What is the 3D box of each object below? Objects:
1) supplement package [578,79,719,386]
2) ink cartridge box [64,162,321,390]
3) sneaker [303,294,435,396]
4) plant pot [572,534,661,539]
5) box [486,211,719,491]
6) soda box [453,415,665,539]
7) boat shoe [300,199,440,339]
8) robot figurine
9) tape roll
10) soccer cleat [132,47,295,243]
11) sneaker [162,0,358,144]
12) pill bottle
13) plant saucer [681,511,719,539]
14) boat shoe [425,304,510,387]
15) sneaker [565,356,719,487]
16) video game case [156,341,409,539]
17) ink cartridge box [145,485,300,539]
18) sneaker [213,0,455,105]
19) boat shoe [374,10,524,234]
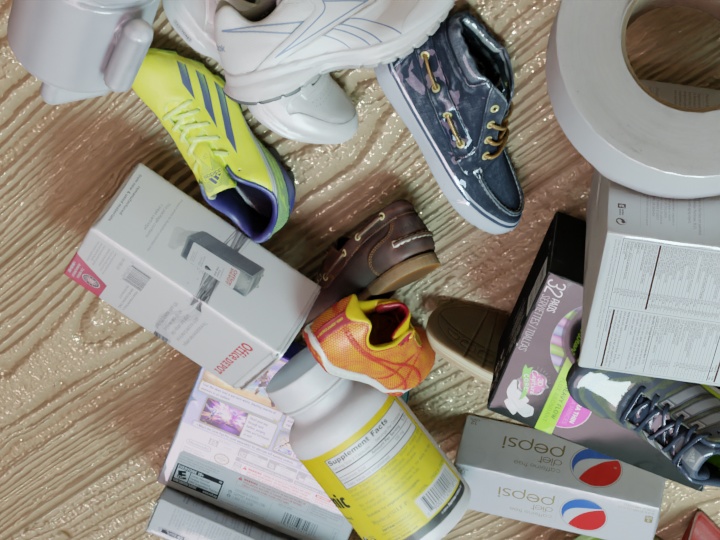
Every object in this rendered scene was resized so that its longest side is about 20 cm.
[{"bbox_3d":[0.280,-0.026,1.405,0.199,0.192,0.148,8,134,3],"label":"supplement package"},{"bbox_3d":[-0.152,0.010,1.630,0.200,0.085,0.146,36,156,-6],"label":"ink cartridge box"},{"bbox_3d":[0.027,0.064,1.611,0.077,0.200,0.073,-35,72,19],"label":"sneaker"},{"bbox_3d":[0.227,0.384,1.827,0.199,0.201,0.190,30,145,-9],"label":"plant pot"},{"bbox_3d":[0.229,0.068,1.546,0.199,0.124,0.149,21,119,-1],"label":"box"},{"bbox_3d":[0.190,0.203,1.739,0.199,0.068,0.064,11,133,9],"label":"soda box"},{"bbox_3d":[0.000,0.000,1.627,0.200,0.070,0.071,-35,77,47],"label":"boat shoe"},{"bbox_3d":[-0.218,-0.224,1.454,0.170,0.113,0.200,54,142,22],"label":"robot figurine"},{"bbox_3d":[0.235,-0.157,1.308,0.201,0.203,0.071,17,169,3],"label":"tape roll"},{"bbox_3d":[-0.128,-0.107,1.555,0.065,0.084,0.200,-25,120,34],"label":"soccer cleat"},{"bbox_3d":[-0.068,-0.181,1.474,0.200,0.075,0.099,41,131,-19],"label":"sneaker"},{"bbox_3d":[0.004,0.162,1.675,0.111,0.111,0.200,-28,105,36],"label":"pill bottle"},{"bbox_3d":[0.349,0.370,1.750,0.200,0.200,0.037,44,139,-22],"label":"plant saucer"},{"bbox_3d":[0.147,0.096,1.657,0.199,0.072,0.065,22,140,-2],"label":"boat shoe"},{"bbox_3d":[0.258,0.122,1.452,0.199,0.081,0.074,23,117,-1],"label":"sneaker"},{"bbox_3d":[-0.076,0.160,1.768,0.199,0.045,0.182,22,114,-2],"label":"video game case"},{"bbox_3d":[-0.110,0.265,1.827,0.199,0.200,0.041,22,93,-1],"label":"ink cartridge box"},{"bbox_3d":[-0.021,-0.197,1.411,0.199,0.075,0.087,-21,113,-4],"label":"sneaker"},{"bbox_3d":[0.097,-0.117,1.478,0.091,0.071,0.201,-18,121,36],"label":"boat shoe"}]
